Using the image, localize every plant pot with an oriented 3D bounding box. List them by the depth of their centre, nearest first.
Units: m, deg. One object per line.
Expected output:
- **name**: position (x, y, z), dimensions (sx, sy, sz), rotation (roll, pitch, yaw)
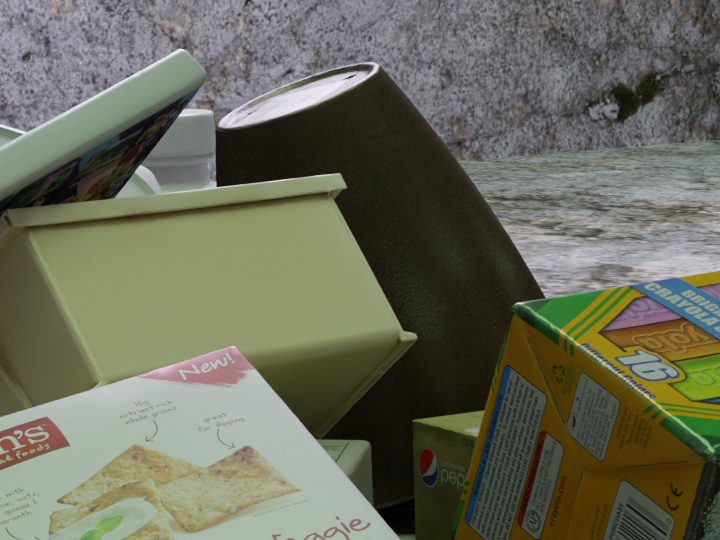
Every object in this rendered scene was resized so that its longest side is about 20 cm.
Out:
- **plant pot**: position (0.000, 0.000, 1.424), dimensions (0.186, 0.201, 0.187), rotation (-20, 13, 5)

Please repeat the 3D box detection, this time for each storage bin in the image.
- **storage bin**: position (-0.111, 0.058, 1.256), dimensions (0.200, 0.094, 0.199), rotation (-9, -29, -45)

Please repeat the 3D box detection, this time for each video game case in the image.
- **video game case**: position (-0.173, -0.009, 1.222), dimensions (0.200, 0.023, 0.182), rotation (-35, -10, -50)

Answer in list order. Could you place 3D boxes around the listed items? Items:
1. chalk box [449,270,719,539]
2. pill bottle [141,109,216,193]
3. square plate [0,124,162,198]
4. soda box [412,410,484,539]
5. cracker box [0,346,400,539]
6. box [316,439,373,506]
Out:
- **chalk box**: position (0.158, 0.081, 1.093), dimensions (0.199, 0.125, 0.124), rotation (-7, 32, -38)
- **pill bottle**: position (-0.126, 0.005, 1.630), dimensions (0.111, 0.201, 0.111), rotation (-2, 6, 0)
- **square plate**: position (-0.150, -0.001, 1.428), dimensions (0.028, 0.201, 0.198), rotation (-40, -35, 27)
- **soda box**: position (0.127, 0.098, 1.353), dimensions (0.199, 0.064, 0.068), rotation (-6, 8, -29)
- **cracker box**: position (-0.062, 0.111, 0.933), dimensions (0.133, 0.058, 0.200), rotation (-17, 33, -21)
- **box**: position (-0.050, 0.124, 1.110), dimensions (0.095, 0.078, 0.200), rotation (-1, 7, 8)
